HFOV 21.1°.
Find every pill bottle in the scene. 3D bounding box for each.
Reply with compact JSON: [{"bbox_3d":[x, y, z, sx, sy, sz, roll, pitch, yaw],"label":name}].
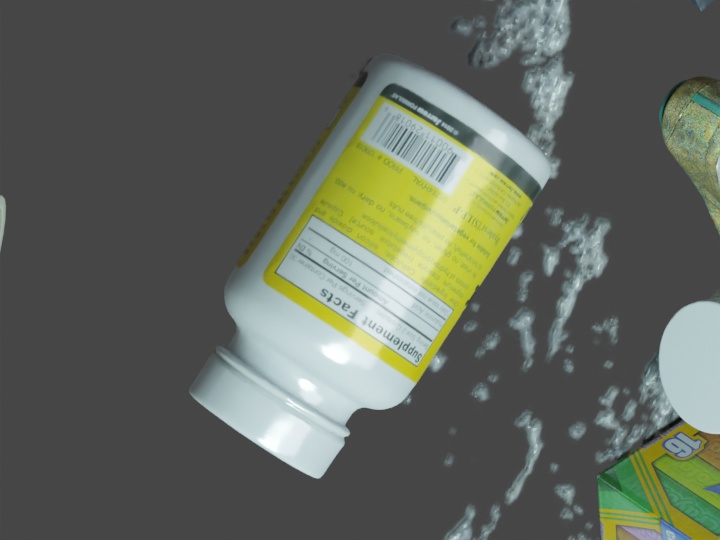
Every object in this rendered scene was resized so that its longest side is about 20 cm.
[{"bbox_3d":[0.000,0.000,0.984,0.111,0.111,0.200,36,88,-46],"label":"pill bottle"},{"bbox_3d":[0.293,0.051,1.268,0.200,0.112,0.112,-7,117,-39],"label":"pill bottle"}]

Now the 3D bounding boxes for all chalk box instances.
[{"bbox_3d":[0.266,0.195,1.258,0.124,0.200,0.124,-28,128,-28],"label":"chalk box"}]

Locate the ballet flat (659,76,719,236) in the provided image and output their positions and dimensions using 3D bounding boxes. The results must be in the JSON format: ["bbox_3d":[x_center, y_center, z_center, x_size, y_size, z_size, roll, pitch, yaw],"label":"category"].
[{"bbox_3d":[0.251,-0.049,1.211,0.071,0.071,0.200,-53,136,-6],"label":"ballet flat"}]

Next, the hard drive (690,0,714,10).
[{"bbox_3d":[0.198,-0.259,1.067,0.135,0.042,0.200,-40,133,-18],"label":"hard drive"}]

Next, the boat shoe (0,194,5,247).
[{"bbox_3d":[-0.212,0.048,0.877,0.063,0.073,0.200,17,111,-1],"label":"boat shoe"}]
